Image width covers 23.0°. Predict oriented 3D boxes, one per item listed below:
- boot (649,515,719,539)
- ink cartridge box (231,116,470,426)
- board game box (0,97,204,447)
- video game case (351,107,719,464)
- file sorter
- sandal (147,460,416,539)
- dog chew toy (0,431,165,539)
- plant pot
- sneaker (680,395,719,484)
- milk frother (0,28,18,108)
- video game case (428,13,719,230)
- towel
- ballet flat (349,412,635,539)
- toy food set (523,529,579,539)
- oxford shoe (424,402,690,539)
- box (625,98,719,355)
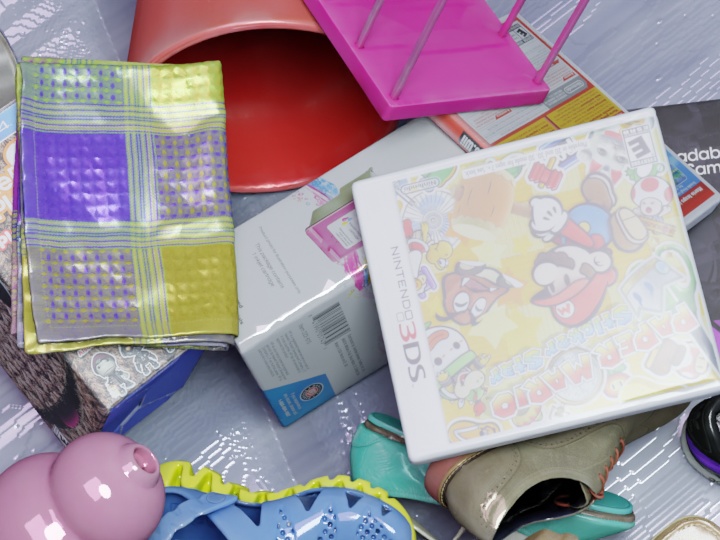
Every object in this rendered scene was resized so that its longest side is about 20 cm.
[{"bbox_3d":[0.169,0.226,1.092,0.073,0.156,0.200,37,78,18],"label":"boot"},{"bbox_3d":[0.000,0.000,1.203,0.199,0.145,0.085,-30,63,-5],"label":"ink cartridge box"},{"bbox_3d":[-0.203,0.009,1.186,0.097,0.160,0.200,-37,84,-24],"label":"board game box"},{"bbox_3d":[0.108,0.009,1.095,0.198,0.023,0.184,-14,76,5],"label":"video game case"},{"bbox_3d":[0.044,-0.218,1.148,0.138,0.126,0.201,-10,55,-36],"label":"file sorter"},{"bbox_3d":[-0.062,0.182,1.168,0.198,0.087,0.080,1,112,13],"label":"sandal"},{"bbox_3d":[-0.203,0.178,1.149,0.200,0.124,0.125,-39,66,24],"label":"dog chew toy"},{"bbox_3d":[-0.076,-0.182,1.269,0.198,0.201,0.179,-10,58,3],"label":"plant pot"},{"bbox_3d":[0.305,0.125,1.142,0.198,0.100,0.070,13,74,12],"label":"sneaker"},{"bbox_3d":[-0.372,-0.093,1.301,0.187,0.182,0.199,-21,30,-38],"label":"milk frother"},{"bbox_3d":[0.133,-0.087,1.180,0.200,0.018,0.143,44,43,15],"label":"video game case"},{"bbox_3d":[-0.149,-0.043,1.119,0.142,0.023,0.202,1,72,-14],"label":"towel"},{"bbox_3d":[0.084,0.158,1.187,0.198,0.067,0.071,18,97,13],"label":"ballet flat"},{"bbox_3d":[0.061,0.232,1.086,0.199,0.198,0.049,-37,83,-10],"label":"toy food set"},{"bbox_3d":[0.141,0.120,1.127,0.199,0.071,0.075,-24,49,-20],"label":"oxford shoe"},{"bbox_3d":[0.246,-0.022,1.221,0.141,0.036,0.202,-7,68,5],"label":"box"}]
